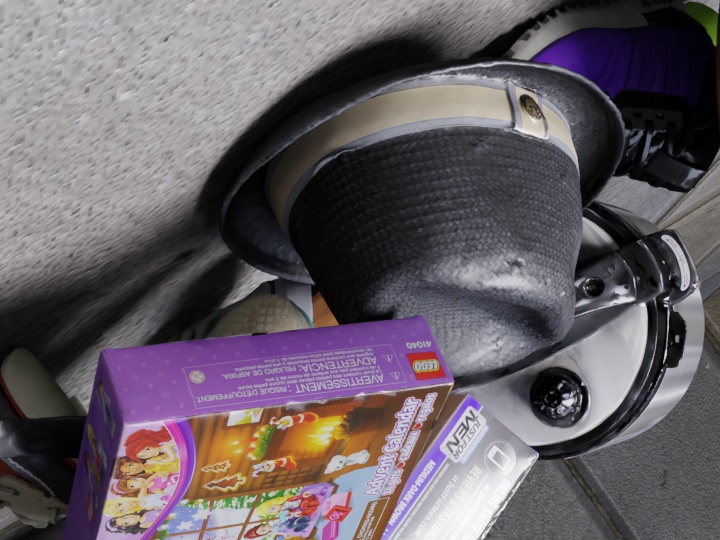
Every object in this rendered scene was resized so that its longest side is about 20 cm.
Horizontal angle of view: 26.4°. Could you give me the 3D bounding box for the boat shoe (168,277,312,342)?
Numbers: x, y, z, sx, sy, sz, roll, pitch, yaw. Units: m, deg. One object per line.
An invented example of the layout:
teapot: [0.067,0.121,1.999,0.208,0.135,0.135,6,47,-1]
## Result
boat shoe: [-0.076,0.061,0.814,0.066,0.074,0.200,6,152,-14]

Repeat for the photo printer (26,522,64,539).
photo printer: [-0.148,0.195,1.000,0.199,0.070,0.166,-33,-160,-11]

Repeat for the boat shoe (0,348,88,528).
boat shoe: [-0.155,0.087,0.720,0.062,0.071,0.200,-30,172,-9]

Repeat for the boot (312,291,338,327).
boot: [0.000,0.000,0.876,0.199,0.069,0.188,-32,177,20]

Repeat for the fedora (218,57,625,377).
fedora: [0.038,-0.008,0.675,0.199,0.092,0.201,-13,155,-6]

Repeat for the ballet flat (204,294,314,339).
ballet flat: [-0.080,0.102,0.717,0.201,0.067,0.062,-60,172,23]

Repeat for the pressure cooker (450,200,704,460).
pressure cooker: [0.129,0.035,0.999,0.200,0.178,0.177,2,110,-67]

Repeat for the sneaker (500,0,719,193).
sneaker: [0.133,-0.080,0.773,0.200,0.100,0.070,-25,163,-43]

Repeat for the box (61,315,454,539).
box: [-0.054,0.104,0.650,0.136,0.039,0.201,-5,139,-24]

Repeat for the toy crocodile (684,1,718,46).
toy crocodile: [0.202,-0.114,0.958,0.067,0.062,0.200,-36,173,4]

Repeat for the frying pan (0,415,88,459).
frying pan: [-0.153,0.049,0.565,0.190,0.031,0.116,-36,131,-56]

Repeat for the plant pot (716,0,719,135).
plant pot: [0.247,-0.102,0.746,0.185,0.201,0.187,-4,132,-4]

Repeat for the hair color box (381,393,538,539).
hair color box: [0.019,0.139,0.958,0.110,0.065,0.200,-53,-167,-18]
